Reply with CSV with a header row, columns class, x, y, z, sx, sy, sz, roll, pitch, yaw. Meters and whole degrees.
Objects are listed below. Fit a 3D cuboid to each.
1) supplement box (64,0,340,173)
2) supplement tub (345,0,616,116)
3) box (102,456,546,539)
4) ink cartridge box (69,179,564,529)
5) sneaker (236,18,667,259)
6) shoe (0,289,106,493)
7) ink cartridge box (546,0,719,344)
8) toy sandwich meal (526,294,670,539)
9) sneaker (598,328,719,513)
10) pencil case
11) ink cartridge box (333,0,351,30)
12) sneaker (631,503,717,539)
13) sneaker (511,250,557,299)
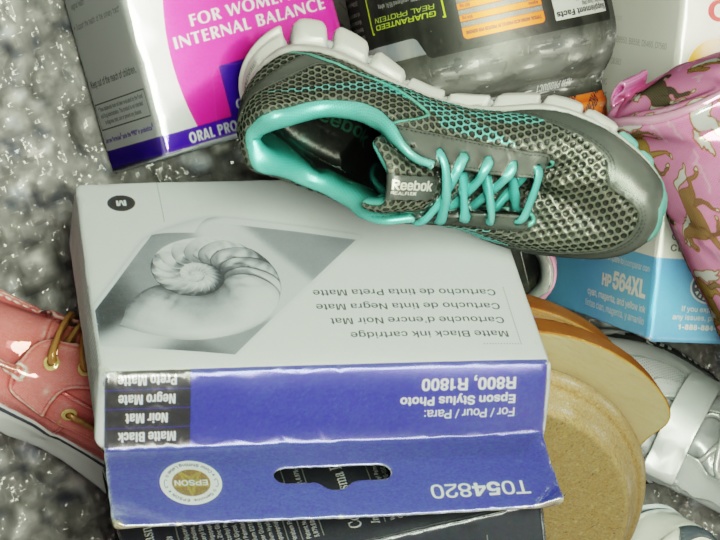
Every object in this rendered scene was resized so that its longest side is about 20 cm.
class,x,y,z,sx,sy,sz,roll,pitch,yaw
supplement box,-0.086,-0.158,1.395,0.101,0.103,0.201,-17,93,-19
supplement tub,0.048,-0.153,1.385,0.122,0.122,0.201,-13,92,-20
box,-0.008,0.174,1.351,0.182,0.104,0.200,-12,122,-7
ink cartridge box,-0.022,0.029,1.310,0.199,0.200,0.041,-2,128,-11
sneaker,0.033,-0.042,1.302,0.199,0.091,0.078,16,116,6
shoe,-0.123,0.040,1.370,0.200,0.091,0.072,35,34,-20
ink cartridge box,0.181,-0.071,1.461,0.128,0.125,0.201,2,98,-19
toy sandwich meal,0.046,0.099,1.433,0.204,0.070,0.206,-7,128,-9
sneaker,0.185,0.086,1.480,0.200,0.115,0.075,29,79,-17
pencil case,0.184,-0.005,1.360,0.086,0.083,0.200,-22,107,8
ink cartridge box,0.079,-0.173,1.486,0.200,0.045,0.176,-45,102,-16
sneaker,0.127,0.213,1.476,0.073,0.071,0.201,15,87,-19
sneaker,0.000,0.000,1.431,0.199,0.082,0.070,-7,91,-20
